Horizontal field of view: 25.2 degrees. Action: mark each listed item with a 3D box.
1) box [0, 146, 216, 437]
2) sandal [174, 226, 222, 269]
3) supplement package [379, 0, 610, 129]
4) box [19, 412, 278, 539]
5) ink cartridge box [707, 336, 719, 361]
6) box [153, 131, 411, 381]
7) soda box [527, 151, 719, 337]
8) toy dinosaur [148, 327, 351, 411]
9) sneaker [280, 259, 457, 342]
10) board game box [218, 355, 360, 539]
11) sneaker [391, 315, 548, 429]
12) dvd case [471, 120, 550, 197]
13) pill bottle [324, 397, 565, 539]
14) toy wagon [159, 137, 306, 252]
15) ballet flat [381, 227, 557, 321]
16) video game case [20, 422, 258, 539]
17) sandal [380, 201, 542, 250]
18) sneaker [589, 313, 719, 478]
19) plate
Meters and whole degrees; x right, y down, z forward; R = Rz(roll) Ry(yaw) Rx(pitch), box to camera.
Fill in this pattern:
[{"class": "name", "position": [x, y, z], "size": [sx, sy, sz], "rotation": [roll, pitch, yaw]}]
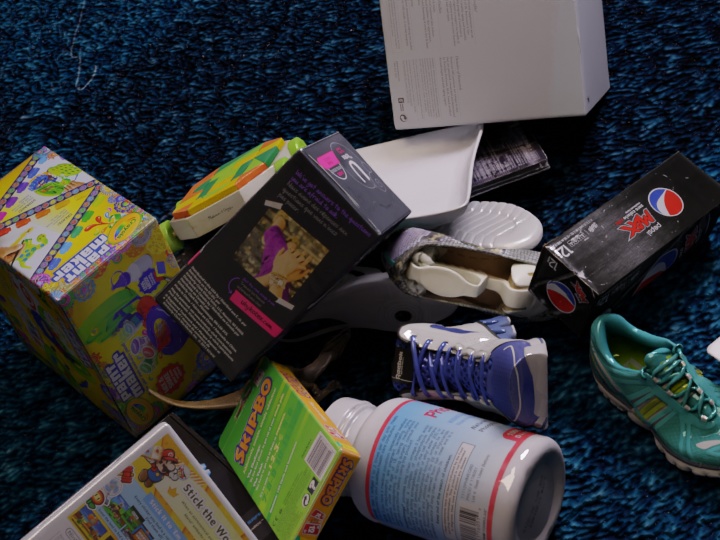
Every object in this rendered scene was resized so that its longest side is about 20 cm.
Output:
[{"class": "box", "position": [-0.261, 0.021, 1.545], "size": [0.122, 0.201, 0.192], "rotation": [-41, 48, -20]}, {"class": "sandal", "position": [-0.120, -0.018, 1.646], "size": [0.075, 0.048, 0.200], "rotation": [22, 46, 37]}, {"class": "supplement package", "position": [0.140, -0.238, 1.641], "size": [0.198, 0.153, 0.151], "rotation": [-2, 15, 19]}, {"class": "box", "position": [-0.180, 0.246, 1.407], "size": [0.200, 0.050, 0.198], "rotation": [-38, 47, -18]}, {"class": "ink cartridge box", "position": [0.402, 0.057, 1.349], "size": [0.199, 0.068, 0.116], "rotation": [-35, 45, -14]}, {"class": "box", "position": [-0.068, -0.015, 1.436], "size": [0.200, 0.106, 0.122], "rotation": [-43, -1, 19]}, {"class": "soda box", "position": [0.244, -0.026, 1.449], "size": [0.200, 0.064, 0.071], "rotation": [-33, 65, -32]}, {"class": "toy dinosaur", "position": [-0.091, 0.119, 1.503], "size": [0.199, 0.059, 0.101], "rotation": [-20, 28, -7]}, {"class": "sneaker", "position": [0.000, 0.000, 1.556], "size": [0.198, 0.073, 0.112], "rotation": [-7, 45, 15]}, {"class": "board game box", "position": [-0.065, 0.152, 1.366], "size": [0.096, 0.030, 0.200], "rotation": [-62, 31, 8]}, {"class": "sneaker", "position": [0.088, 0.089, 1.372], "size": [0.114, 0.081, 0.199], "rotation": [-4, 9, -9]}, {"class": "dvd case", "position": [0.082, -0.103, 1.640], "size": [0.199, 0.016, 0.149], "rotation": [-20, 28, 1]}, {"class": "pill bottle", "position": [0.062, 0.169, 1.343], "size": [0.199, 0.109, 0.109], "rotation": [13, 53, 30]}, {"class": "toy wagon", "position": [-0.125, -0.088, 1.654], "size": [0.154, 0.040, 0.200], "rotation": [-27, 15, 18]}, {"class": "ballet flat", "position": [0.116, 0.013, 1.458], "size": [0.199, 0.072, 0.072], "rotation": [12, 46, -7]}, {"class": "video game case", "position": [-0.168, 0.258, 1.302], "size": [0.182, 0.200, 0.023], "rotation": [-40, 9, -18]}, {"class": "sandal", "position": [0.100, -0.031, 1.569], "size": [0.202, 0.050, 0.082], "rotation": [10, 39, 46]}, {"class": "sneaker", "position": [0.262, 0.104, 1.349], "size": [0.077, 0.080, 0.200], "rotation": [-39, 47, -18]}, {"class": "plate", "position": [0.022, -0.075, 1.571], "size": [0.198, 0.033, 0.200], "rotation": [-13, 26, 16]}]
